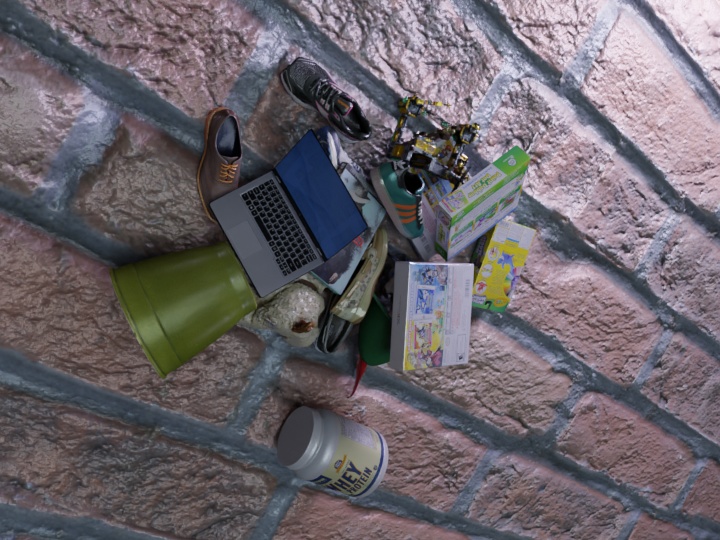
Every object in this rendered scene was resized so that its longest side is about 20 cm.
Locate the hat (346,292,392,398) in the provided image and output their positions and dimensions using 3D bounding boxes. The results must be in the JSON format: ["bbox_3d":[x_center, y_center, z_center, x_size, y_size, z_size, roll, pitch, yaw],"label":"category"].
[{"bbox_3d":[0.001,0.162,1.307,0.176,0.166,0.201,-34,104,-1],"label":"hat"}]

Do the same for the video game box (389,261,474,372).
[{"bbox_3d":[0.138,0.084,1.242,0.181,0.047,0.202,1,93,-43],"label":"video game box"}]

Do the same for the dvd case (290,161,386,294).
[{"bbox_3d":[-0.035,-0.075,1.195,0.146,0.022,0.201,42,71,-43],"label":"dvd case"}]

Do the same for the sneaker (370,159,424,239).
[{"bbox_3d":[0.092,-0.131,1.237,0.079,0.072,0.200,-18,142,17],"label":"sneaker"}]

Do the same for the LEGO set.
[{"bbox_3d":[0.150,-0.242,1.239,0.199,0.116,0.154,28,91,-25],"label":"LEGO set"}]

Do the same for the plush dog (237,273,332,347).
[{"bbox_3d":[-0.121,0.037,1.223,0.199,0.160,0.173,26,68,-31],"label":"plush dog"}]

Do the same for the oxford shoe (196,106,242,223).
[{"bbox_3d":[-0.239,-0.176,1.122,0.071,0.073,0.201,-4,108,-25],"label":"oxford shoe"}]

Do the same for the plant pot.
[{"bbox_3d":[-0.285,0.047,1.095,0.192,0.200,0.201,-26,116,-13],"label":"plant pot"}]

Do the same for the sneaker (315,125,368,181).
[{"bbox_3d":[-0.034,-0.181,1.229,0.085,0.077,0.201,-29,124,-26],"label":"sneaker"}]

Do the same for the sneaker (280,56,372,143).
[{"bbox_3d":[-0.048,-0.305,1.165,0.200,0.086,0.081,34,89,-29],"label":"sneaker"}]

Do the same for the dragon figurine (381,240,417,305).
[{"bbox_3d":[0.093,0.006,1.347,0.099,0.059,0.201,-23,119,-19],"label":"dragon figurine"}]

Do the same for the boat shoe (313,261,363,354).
[{"bbox_3d":[-0.028,0.077,1.303,0.072,0.071,0.201,21,91,-28],"label":"boat shoe"}]

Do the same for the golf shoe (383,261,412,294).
[{"bbox_3d":[0.111,0.083,1.316,0.097,0.078,0.201,-30,114,-7],"label":"golf shoe"}]

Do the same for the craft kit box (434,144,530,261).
[{"bbox_3d":[0.236,-0.127,1.292,0.200,0.049,0.198,-37,161,-12],"label":"craft kit box"}]

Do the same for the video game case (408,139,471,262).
[{"bbox_3d":[0.153,-0.147,1.349,0.182,0.023,0.200,-38,118,-10],"label":"video game case"}]

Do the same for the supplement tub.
[{"bbox_3d":[-0.057,0.372,1.346,0.199,0.145,0.146,30,92,-30],"label":"supplement tub"}]

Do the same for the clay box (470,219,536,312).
[{"bbox_3d":[0.302,-0.013,1.448,0.114,0.048,0.201,14,101,-28],"label":"clay box"}]

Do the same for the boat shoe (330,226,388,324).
[{"bbox_3d":[0.000,0.000,1.255,0.062,0.073,0.201,24,68,-20],"label":"boat shoe"}]

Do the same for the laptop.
[{"bbox_3d":[-0.124,-0.090,1.072,0.199,0.116,0.188,-29,84,-11],"label":"laptop"}]
